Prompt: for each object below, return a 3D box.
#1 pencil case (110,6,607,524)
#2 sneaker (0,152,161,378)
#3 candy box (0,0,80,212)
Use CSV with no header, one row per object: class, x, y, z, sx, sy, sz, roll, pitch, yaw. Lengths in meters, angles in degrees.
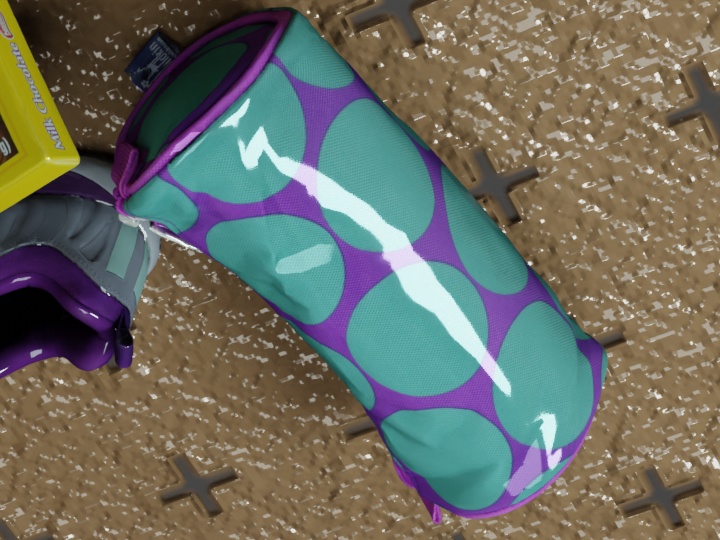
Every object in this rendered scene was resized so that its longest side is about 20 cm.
pencil case,0.000,0.000,0.860,0.092,0.085,0.200,-40,118,9
sneaker,-0.171,0.007,0.867,0.198,0.088,0.075,-8,127,7
candy box,-0.195,-0.035,0.839,0.199,0.026,0.103,-30,78,22
